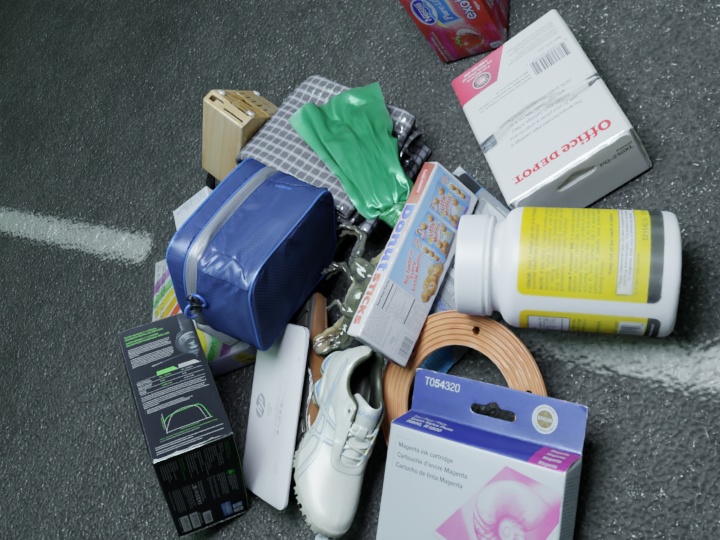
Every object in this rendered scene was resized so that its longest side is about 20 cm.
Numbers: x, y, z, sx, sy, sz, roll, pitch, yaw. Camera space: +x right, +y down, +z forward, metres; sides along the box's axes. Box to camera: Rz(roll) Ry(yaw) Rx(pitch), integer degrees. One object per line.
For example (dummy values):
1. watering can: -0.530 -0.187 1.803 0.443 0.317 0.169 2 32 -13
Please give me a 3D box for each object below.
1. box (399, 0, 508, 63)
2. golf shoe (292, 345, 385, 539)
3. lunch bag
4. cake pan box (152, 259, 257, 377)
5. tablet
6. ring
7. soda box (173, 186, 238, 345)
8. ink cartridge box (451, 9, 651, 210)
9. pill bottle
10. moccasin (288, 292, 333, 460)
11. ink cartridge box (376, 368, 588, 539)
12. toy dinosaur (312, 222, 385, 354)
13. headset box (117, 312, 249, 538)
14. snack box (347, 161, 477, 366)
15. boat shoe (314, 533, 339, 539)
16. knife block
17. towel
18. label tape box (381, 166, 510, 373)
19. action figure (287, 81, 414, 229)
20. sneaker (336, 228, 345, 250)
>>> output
1. box: 0.104 -0.360 0.989 0.094 0.200 0.101 -7 63 31
2. golf shoe: -0.016 0.172 0.844 0.097 0.077 0.203 -36 43 54
3. lunch bag: -0.129 -0.017 0.908 0.131 0.137 0.201 22 52 20
4. cake pan box: -0.207 0.048 1.116 0.182 0.052 0.203 -19 58 26
5. tablet: -0.103 0.161 0.944 0.129 0.013 0.204 4 86 60
6. ring: 0.103 0.142 0.821 0.198 0.019 0.204 -3 86 39
7. soda box: -0.185 -0.008 1.050 0.063 0.068 0.202 -32 52 17
8. ink cartridge box: 0.205 -0.163 0.893 0.144 0.084 0.202 -32 51 19
9. pill bottle: 0.192 -0.001 0.763 0.196 0.115 0.116 3 68 14
10. moccasin: -0.046 0.125 0.945 0.074 0.077 0.204 -40 50 47
11. ink cartridge box: 0.108 0.210 0.771 0.194 0.043 0.204 7 91 39
12. toy dinosaur: 0.000 0.000 0.919 0.088 0.047 0.201 43 105 33
13. headset box: -0.212 0.176 0.963 0.091 0.176 0.201 -17 49 -16
14. snack box: 0.057 -0.008 0.839 0.024 0.072 0.202 5 65 54
15. boat shoe: -0.027 0.365 0.808 0.067 0.074 0.202 -23 64 8
16. knife block: -0.176 -0.151 1.091 0.064 0.200 0.177 34 108 6
17. towel: -0.035 -0.146 1.006 0.198 0.086 0.166 27 66 27
18. label tape box: 0.095 0.007 0.903 0.200 0.063 0.144 -47 48 7
19. action figure: 0.008 -0.117 0.904 0.117 0.055 0.202 -26 58 -2
20. sneaker: -0.073 -0.048 1.040 0.076 0.084 0.202 17 77 39
